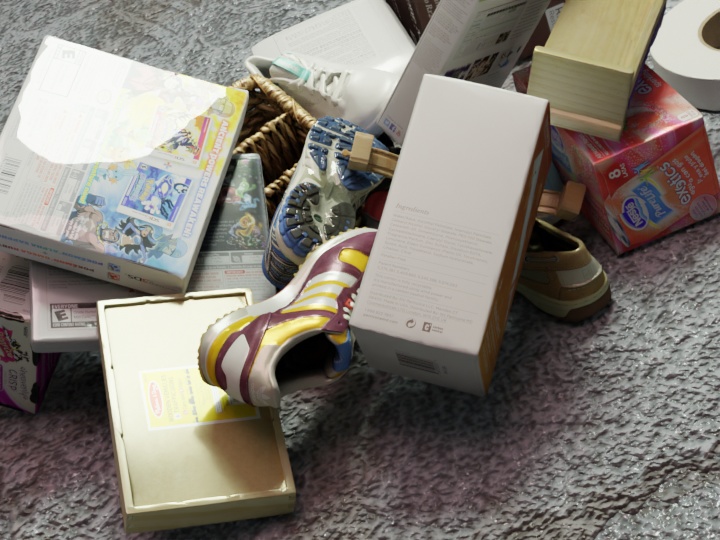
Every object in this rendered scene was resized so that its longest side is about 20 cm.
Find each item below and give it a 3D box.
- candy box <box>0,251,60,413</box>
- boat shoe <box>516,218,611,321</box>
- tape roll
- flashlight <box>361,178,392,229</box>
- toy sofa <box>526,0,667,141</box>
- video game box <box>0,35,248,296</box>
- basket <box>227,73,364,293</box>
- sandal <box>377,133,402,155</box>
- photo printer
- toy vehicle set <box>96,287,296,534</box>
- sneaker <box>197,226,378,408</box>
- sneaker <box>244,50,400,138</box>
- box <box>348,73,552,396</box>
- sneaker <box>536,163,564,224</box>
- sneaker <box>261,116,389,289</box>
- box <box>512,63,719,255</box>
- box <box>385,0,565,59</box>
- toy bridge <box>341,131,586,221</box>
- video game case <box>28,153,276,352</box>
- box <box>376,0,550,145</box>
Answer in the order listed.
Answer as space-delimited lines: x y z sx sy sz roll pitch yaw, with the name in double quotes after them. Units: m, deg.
-0.276 0.004 1.426 0.061 0.136 0.200 14 51 -1 "candy box"
0.123 -0.026 1.334 0.072 0.076 0.200 -38 36 -25 "boat shoe"
0.368 -0.215 1.513 0.202 0.037 0.203 -15 32 10 "tape roll"
0.000 0.000 1.385 0.068 0.068 0.200 -3 41 41 "flashlight"
0.196 -0.179 1.351 0.083 0.098 0.200 15 40 11 "toy sofa"
-0.204 -0.087 1.352 0.182 0.047 0.200 15 57 1 "video game box"
-0.103 -0.057 1.443 0.200 0.149 0.143 -37 35 -25 "basket"
0.036 -0.113 1.491 0.075 0.048 0.200 -2 2 -28 "sandal"
-0.019 -0.197 1.678 0.166 0.070 0.200 -23 32 -1 "photo printer"
-0.127 0.101 1.239 0.124 0.027 0.200 -4 50 -13 "toy vehicle set"
-0.024 0.041 1.234 0.090 0.075 0.200 24 49 39 "sneaker"
-0.040 -0.166 1.497 0.200 0.088 0.075 11 67 54 "sneaker"
0.071 -0.024 1.219 0.097 0.124 0.200 14 75 12 "box"
0.117 -0.110 1.458 0.074 0.082 0.200 -31 33 -17 "sneaker"
-0.038 -0.057 1.373 0.085 0.077 0.200 -52 5 38 "sneaker"
0.214 -0.112 1.391 0.102 0.095 0.200 -23 32 -2 "box"
0.110 -0.320 1.697 0.164 0.166 0.200 -22 31 -3 "box"
0.082 -0.075 1.355 0.200 0.067 0.027 13 80 0 "toy bridge"
-0.173 -0.017 1.355 0.200 0.023 0.182 -2 59 -11 "video game case"
0.104 -0.207 1.398 0.036 0.200 0.144 43 38 17 "box"
